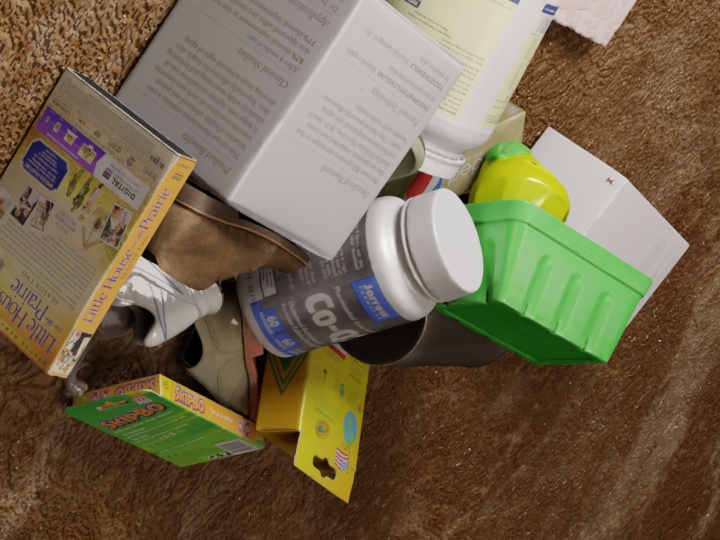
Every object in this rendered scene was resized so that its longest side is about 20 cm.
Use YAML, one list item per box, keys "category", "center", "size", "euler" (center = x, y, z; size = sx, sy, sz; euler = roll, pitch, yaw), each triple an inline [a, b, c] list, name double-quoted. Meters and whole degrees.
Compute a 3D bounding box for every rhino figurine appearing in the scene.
- category: "rhino figurine"
  center: [-0.195, 0.022, 1.673]
  size: [0.200, 0.060, 0.088]
  euler: [-34, 131, -30]

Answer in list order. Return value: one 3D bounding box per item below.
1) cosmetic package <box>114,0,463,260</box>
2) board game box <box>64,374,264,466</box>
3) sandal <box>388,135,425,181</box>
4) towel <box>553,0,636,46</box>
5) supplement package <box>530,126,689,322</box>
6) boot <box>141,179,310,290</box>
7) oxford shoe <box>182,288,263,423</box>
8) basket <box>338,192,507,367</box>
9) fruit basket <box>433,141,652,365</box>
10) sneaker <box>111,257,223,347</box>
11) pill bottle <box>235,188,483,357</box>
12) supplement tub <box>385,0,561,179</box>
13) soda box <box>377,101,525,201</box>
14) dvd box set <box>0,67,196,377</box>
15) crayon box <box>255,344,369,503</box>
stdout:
- category: "cosmetic package"
  center: [-0.060, -0.151, 1.581]
  size: [0.200, 0.167, 0.166]
  euler: [-55, 145, 5]
- category: "board game box"
  center: [-0.179, 0.138, 1.775]
  size: [0.095, 0.030, 0.200]
  euler: [-15, 157, 24]
- category: "sandal"
  center: [-0.037, -0.082, 1.681]
  size: [0.080, 0.201, 0.057]
  euler: [48, 41, -31]
- category: "towel"
  center: [0.233, -0.327, 1.885]
  size: [0.200, 0.032, 0.191]
  euler: [17, 108, -53]
- category: "supplement package"
  center: [0.243, -0.044, 2.067]
  size: [0.121, 0.120, 0.200]
  euler: [-52, 146, 1]
- category: "boot"
  center: [-0.113, -0.019, 1.582]
  size: [0.200, 0.074, 0.076]
  euler: [23, 94, -58]
- category: "oxford shoe"
  center: [-0.131, 0.086, 1.816]
  size: [0.074, 0.071, 0.200]
  euler: [-5, 136, -9]
- category: "basket"
  center: [0.063, 0.023, 1.866]
  size: [0.200, 0.136, 0.181]
  euler: [-14, 115, -58]
- category: "fruit basket"
  center: [0.161, -0.031, 1.799]
  size: [0.215, 0.155, 0.216]
  euler: [4, 83, -43]
- category: "sneaker"
  center: [-0.189, -0.020, 1.588]
  size: [0.087, 0.074, 0.200]
  euler: [-43, 120, -21]
- category: "pill bottle"
  center: [0.000, 0.000, 1.707]
  size: [0.200, 0.114, 0.114]
  euler: [-17, 156, 26]
- category: "supplement tub"
  center: [0.076, -0.198, 1.716]
  size: [0.145, 0.145, 0.200]
  euler: [10, 113, -52]
- category: "soda box"
  center: [0.066, -0.107, 1.857]
  size: [0.200, 0.064, 0.068]
  euler: [-27, 138, -32]
- category: "dvd box set"
  center: [-0.229, -0.038, 1.505]
  size: [0.029, 0.146, 0.200]
  euler: [20, 104, -56]
- category: "crayon box"
  center: [-0.043, 0.109, 1.844]
  size: [0.127, 0.051, 0.201]
  euler: [45, 48, -55]
